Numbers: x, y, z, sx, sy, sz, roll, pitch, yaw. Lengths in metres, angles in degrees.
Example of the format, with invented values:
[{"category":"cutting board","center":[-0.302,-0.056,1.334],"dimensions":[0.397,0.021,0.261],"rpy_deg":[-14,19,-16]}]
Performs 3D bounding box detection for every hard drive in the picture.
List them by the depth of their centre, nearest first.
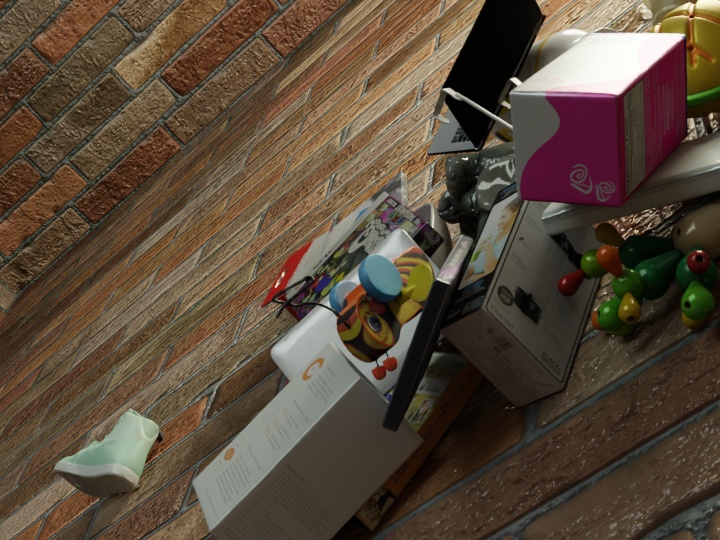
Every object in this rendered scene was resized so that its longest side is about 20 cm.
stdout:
[{"category":"hard drive","center":[0.277,-0.087,1.203],"dimensions":[0.198,0.027,0.132],"rpy_deg":[-16,14,31]}]

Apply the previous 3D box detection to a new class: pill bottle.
[{"category":"pill bottle","center":[0.238,-0.226,1.584],"dimensions":[0.113,0.112,0.199],"rpy_deg":[-54,20,-26]}]

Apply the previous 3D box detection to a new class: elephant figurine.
[{"category":"elephant figurine","center":[0.164,-0.050,1.376],"dimensions":[0.200,0.139,0.157],"rpy_deg":[-113,32,-65]}]

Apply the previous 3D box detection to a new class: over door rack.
[{"category":"over door rack","center":[0.198,-0.175,1.402],"dimensions":[0.198,0.068,0.147],"rpy_deg":[24,26,35]}]

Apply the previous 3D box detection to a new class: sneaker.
[{"category":"sneaker","center":[-0.368,0.267,1.929],"dimensions":[0.199,0.074,0.119],"rpy_deg":[-11,44,45]}]

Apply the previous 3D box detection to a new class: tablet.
[{"category":"tablet","center":[0.009,0.064,1.392],"dimensions":[0.200,0.130,0.014],"rpy_deg":[-44,-26,2]}]

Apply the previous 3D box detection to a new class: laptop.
[{"category":"laptop","center":[0.127,-0.250,1.546],"dimensions":[0.189,0.115,0.199],"rpy_deg":[-63,24,-11]}]

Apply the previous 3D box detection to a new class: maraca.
[{"category":"maraca","center":[0.327,-0.203,1.315],"dimensions":[0.198,0.108,0.138],"rpy_deg":[-29,32,1]}]

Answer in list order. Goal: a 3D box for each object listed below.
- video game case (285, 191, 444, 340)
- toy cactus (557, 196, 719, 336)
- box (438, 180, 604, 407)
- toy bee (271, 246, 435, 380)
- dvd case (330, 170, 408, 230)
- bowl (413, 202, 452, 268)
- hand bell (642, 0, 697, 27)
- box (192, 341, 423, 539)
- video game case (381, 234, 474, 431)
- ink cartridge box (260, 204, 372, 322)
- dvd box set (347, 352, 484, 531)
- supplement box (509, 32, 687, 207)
[{"category":"video game case","center":[0.000,0.000,1.514],"dimensions":[0.181,0.036,0.200],"rpy_deg":[-47,19,1]},{"category":"toy cactus","center":[0.260,-0.013,1.130],"dimensions":[0.164,0.103,0.200],"rpy_deg":[-37,9,-10]},{"category":"box","center":[0.160,0.014,1.237],"dimensions":[0.060,0.116,0.201],"rpy_deg":[-30,25,44]},{"category":"toy bee","center":[0.011,0.050,1.257],"dimensions":[0.198,0.110,0.131],"rpy_deg":[-25,-12,-29]},{"category":"dvd case","center":[-0.009,-0.054,1.921],"dimensions":[0.199,0.016,0.149],"rpy_deg":[-40,19,17]},{"category":"bowl","center":[0.032,0.032,1.547],"dimensions":[0.199,0.075,0.201],"rpy_deg":[-36,19,27]},{"category":"hand bell","center":[0.351,-0.250,1.465],"dimensions":[0.104,0.104,0.202],"rpy_deg":[-26,39,46]},{"category":"box","center":[-0.054,0.186,1.263],"dimensions":[0.200,0.098,0.124],"rpy_deg":[-45,20,-1]},{"category":"video game case","center":[0.066,0.053,1.230],"dimensions":[0.200,0.019,0.145],"rpy_deg":[-47,-23,-73]},{"category":"ink cartridge box","center":[-0.037,0.001,1.779],"dimensions":[0.199,0.067,0.117],"rpy_deg":[-29,23,41]},{"category":"dvd box set","center":[0.030,0.167,1.326],"dimensions":[0.201,0.029,0.146],"rpy_deg":[-52,19,-20]},{"category":"supplement box","center":[0.219,-0.141,1.179],"dimensions":[0.100,0.105,0.200],"rpy_deg":[6,25,30]}]
